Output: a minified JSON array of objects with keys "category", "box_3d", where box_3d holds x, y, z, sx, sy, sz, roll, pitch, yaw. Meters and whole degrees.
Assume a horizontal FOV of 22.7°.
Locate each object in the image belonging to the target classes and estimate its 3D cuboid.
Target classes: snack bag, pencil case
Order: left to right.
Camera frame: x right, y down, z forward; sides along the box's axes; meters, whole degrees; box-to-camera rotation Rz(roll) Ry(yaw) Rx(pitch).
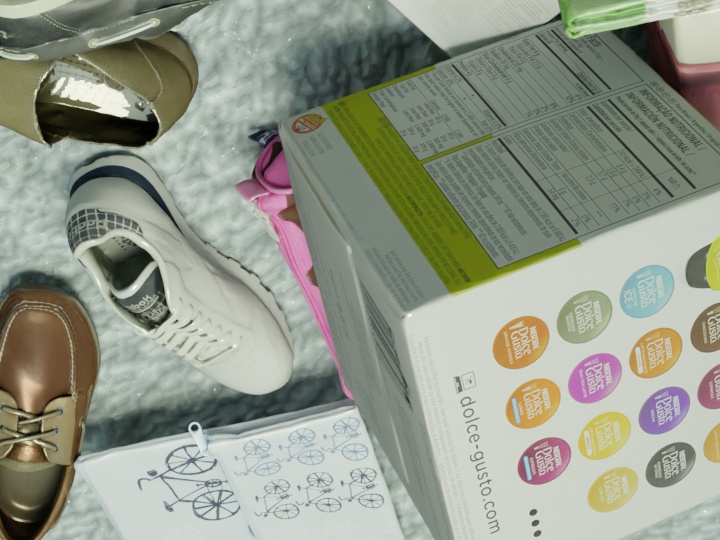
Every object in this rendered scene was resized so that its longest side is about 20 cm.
[{"category":"snack bag","box_3d":[-0.079,0.160,1.221,0.199,0.021,0.189,-11,141,5]},{"category":"pencil case","box_3d":[0.000,0.000,1.101,0.094,0.091,0.200,-37,125,-17]}]

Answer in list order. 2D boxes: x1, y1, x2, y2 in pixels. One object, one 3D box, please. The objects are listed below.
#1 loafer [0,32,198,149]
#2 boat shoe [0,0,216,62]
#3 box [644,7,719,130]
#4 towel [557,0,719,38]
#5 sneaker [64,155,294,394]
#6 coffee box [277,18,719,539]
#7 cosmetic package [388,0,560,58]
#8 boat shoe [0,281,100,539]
[{"category":"loafer","box_3d":[-0.191,-0.114,1.018,0.199,0.068,0.076,5,125,-7]},{"category":"boat shoe","box_3d":[-0.112,-0.163,0.980,0.199,0.072,0.068,-17,145,-14]},{"category":"box","box_3d":[0.225,-0.099,1.015,0.108,0.128,0.201,-11,125,4]},{"category":"towel","box_3d":[0.195,-0.188,0.940,0.199,0.150,0.031,-11,135,7]},{"category":"sneaker","box_3d":[-0.114,0.022,1.113,0.076,0.081,0.200,-34,122,18]},{"category":"coffee box","box_3d":[0.094,0.013,0.974,0.197,0.200,0.200,-21,127,-9]},{"category":"cosmetic package","box_3d":[0.028,-0.195,0.967,0.082,0.051,0.200,-35,130,22]},{"category":"boat shoe","box_3d":[-0.209,0.099,1.167,0.075,0.072,0.201,3,125,-6]}]
